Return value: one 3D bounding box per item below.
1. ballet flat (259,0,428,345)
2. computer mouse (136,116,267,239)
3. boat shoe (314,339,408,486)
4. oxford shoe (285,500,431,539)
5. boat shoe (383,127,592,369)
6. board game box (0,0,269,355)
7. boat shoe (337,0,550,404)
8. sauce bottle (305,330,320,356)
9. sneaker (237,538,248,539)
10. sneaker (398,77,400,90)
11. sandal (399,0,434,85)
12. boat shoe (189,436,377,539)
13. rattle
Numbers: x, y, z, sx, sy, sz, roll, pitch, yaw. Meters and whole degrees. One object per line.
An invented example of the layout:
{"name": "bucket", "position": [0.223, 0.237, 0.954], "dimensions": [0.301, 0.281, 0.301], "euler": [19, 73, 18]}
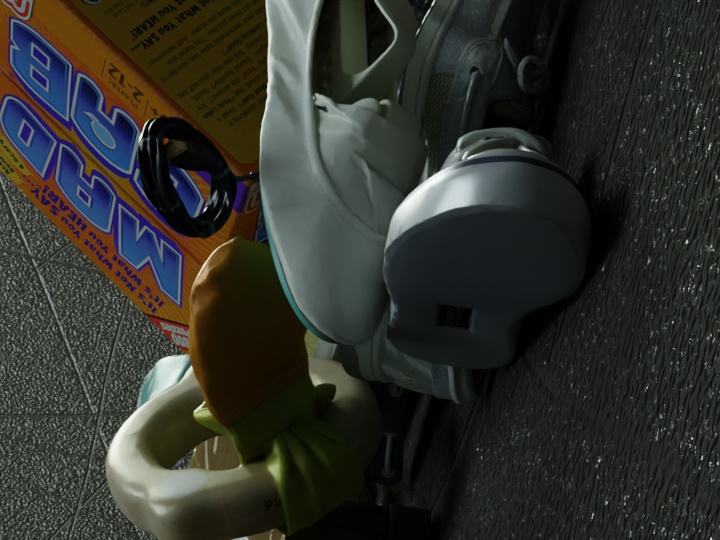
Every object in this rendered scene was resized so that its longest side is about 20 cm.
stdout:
{"name": "ballet flat", "position": [-0.004, -0.065, 0.967], "dimensions": [0.070, 0.069, 0.201], "euler": [110, 162, -49]}
{"name": "computer mouse", "position": [-0.035, -0.040, 0.991], "dimensions": [0.200, 0.034, 0.059], "euler": [-3, -83, -67]}
{"name": "boat shoe", "position": [0.016, 0.023, 1.126], "dimensions": [0.075, 0.061, 0.201], "euler": [-87, 11, -59]}
{"name": "oxford shoe", "position": [-0.029, 0.173, 1.103], "dimensions": [0.073, 0.084, 0.201], "euler": [-84, 8, -51]}
{"name": "boat shoe", "position": [0.047, -0.019, 0.884], "dimensions": [0.200, 0.070, 0.070], "euler": [97, -177, -74]}
{"name": "board game box", "position": [-0.081, -0.114, 1.390], "dimensions": [0.200, 0.200, 0.200], "euler": [-39, -16, -30]}
{"name": "boat shoe", "position": [0.048, -0.045, 1.017], "dimensions": [0.074, 0.064, 0.203], "euler": [44, -118, -69]}
{"name": "sauce bottle", "position": [0.000, 0.000, 1.207], "dimensions": [0.065, 0.064, 0.201], "euler": [-81, -2, -50]}
{"name": "sneaker", "position": [-0.051, 0.165, 1.427], "dimensions": [0.201, 0.074, 0.100], "euler": [109, 174, -49]}
{"name": "sneaker", "position": [0.025, -0.055, 1.255], "dimensions": [0.104, 0.060, 0.201], "euler": [-177, 106, -89]}
{"name": "sandal", "position": [0.050, -0.128, 1.098], "dimensions": [0.045, 0.075, 0.202], "euler": [-22, -57, -41]}
{"name": "boat shoe", "position": [-0.025, 0.122, 1.264], "dimensions": [0.200, 0.069, 0.074], "euler": [31, 106, 61]}
{"name": "rattle", "position": [-0.072, 0.030, 1.073], "dimensions": [0.143, 0.130, 0.200], "euler": [57, -173, -25]}
